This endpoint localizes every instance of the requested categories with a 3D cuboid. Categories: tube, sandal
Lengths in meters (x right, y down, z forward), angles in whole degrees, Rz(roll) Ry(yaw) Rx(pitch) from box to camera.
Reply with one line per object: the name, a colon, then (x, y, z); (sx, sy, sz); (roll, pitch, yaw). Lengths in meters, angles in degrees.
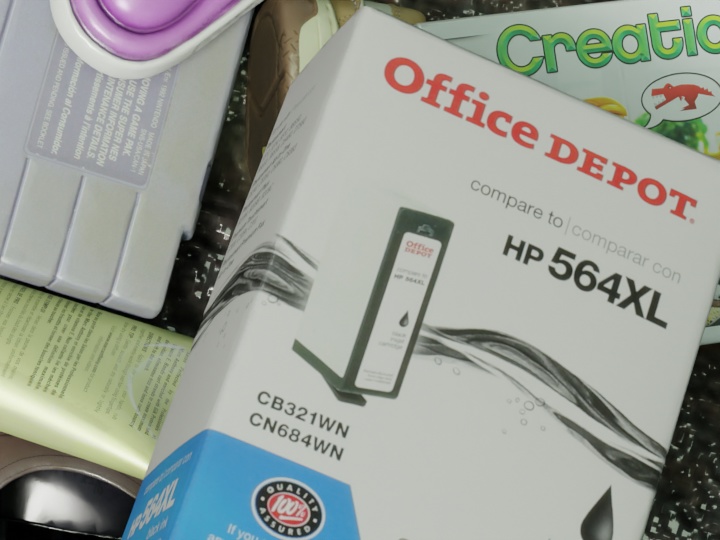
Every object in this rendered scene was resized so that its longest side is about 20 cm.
tube: (-0.144, 0.026, 0.980); (0.199, 0.052, 0.058); (17, 81, 1)
sandal: (-0.028, -0.147, 0.987); (0.082, 0.050, 0.203); (40, 74, -10)

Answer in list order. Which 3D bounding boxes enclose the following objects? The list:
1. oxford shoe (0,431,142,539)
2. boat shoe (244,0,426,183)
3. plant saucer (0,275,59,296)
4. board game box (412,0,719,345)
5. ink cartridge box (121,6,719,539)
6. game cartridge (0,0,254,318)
oxford shoe: (-0.153, 0.074, 0.993); (0.199, 0.073, 0.071); (2, 112, 1)
boat shoe: (0.000, 0.000, 1.007); (0.076, 0.072, 0.201); (1, 95, -19)
plant saucer: (-0.190, -0.055, 1.026); (0.199, 0.032, 0.201); (0, 88, 0)
board game box: (0.119, -0.036, 1.000); (0.199, 0.035, 0.127); (-8, 88, -14)
ink cartridge box: (0.023, 0.037, 0.890); (0.146, 0.084, 0.201); (23, 69, -10)
game cartridge: (-0.105, -0.094, 1.001); (0.129, 0.038, 0.201); (19, 79, -18)
